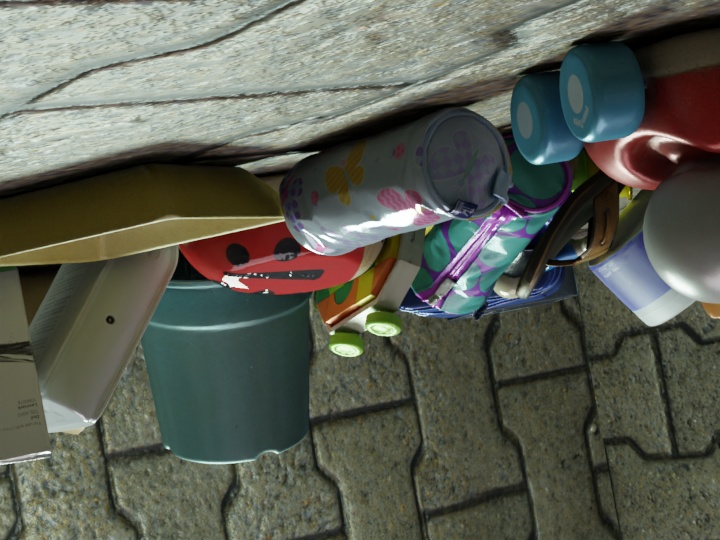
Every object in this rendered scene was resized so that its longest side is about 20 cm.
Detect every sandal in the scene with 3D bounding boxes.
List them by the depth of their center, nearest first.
[{"bbox_3d":[0.210,-0.047,1.648,0.200,0.055,0.082,-45,167,-18],"label":"sandal"}]

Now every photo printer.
[{"bbox_3d":[-0.239,0.042,1.657,0.069,0.200,0.166,32,158,-20],"label":"photo printer"}]

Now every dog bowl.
[{"bbox_3d":[0.299,-0.049,1.678,0.200,0.079,0.200,-47,-177,3],"label":"dog bowl"}]

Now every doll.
[{"bbox_3d":[0.156,-0.035,1.748,0.136,0.049,0.200,3,145,-6],"label":"doll"}]

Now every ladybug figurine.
[{"bbox_3d":[-0.065,-0.026,1.610,0.199,0.072,0.136,-3,150,-23],"label":"ladybug figurine"}]

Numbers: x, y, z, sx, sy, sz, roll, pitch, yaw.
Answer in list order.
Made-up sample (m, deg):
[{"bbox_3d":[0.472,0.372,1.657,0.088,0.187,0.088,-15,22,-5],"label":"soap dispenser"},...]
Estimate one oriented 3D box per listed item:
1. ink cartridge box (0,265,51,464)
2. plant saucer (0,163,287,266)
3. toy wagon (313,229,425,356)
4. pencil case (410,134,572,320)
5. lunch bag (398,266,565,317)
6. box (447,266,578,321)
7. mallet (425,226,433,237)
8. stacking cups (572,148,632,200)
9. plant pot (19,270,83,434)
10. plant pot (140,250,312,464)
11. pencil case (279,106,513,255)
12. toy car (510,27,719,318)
[{"bbox_3d":[-0.332,0.068,1.565,0.084,0.201,0.146,-9,176,-26],"label":"ink cartridge box"},{"bbox_3d":[-0.179,-0.044,1.440,0.199,0.049,0.200,-11,177,26],"label":"plant saucer"},{"bbox_3d":[0.000,0.000,1.726,0.039,0.156,0.200,21,152,-23],"label":"toy wagon"},{"bbox_3d":[0.110,-0.036,1.634,0.093,0.085,0.200,-58,180,-36],"label":"pencil case"},{"bbox_3d":[0.120,-0.027,1.897,0.199,0.136,0.132,-12,177,13],"label":"lunch bag"},{"bbox_3d":[0.254,0.013,3.281,0.199,0.118,0.197,-11,177,-9],"label":"box"},{"bbox_3d":[0.078,-0.049,1.730,0.066,0.041,0.200,14,151,-26],"label":"mallet"},{"bbox_3d":[0.154,-0.087,1.769,0.199,0.061,0.061,-5,177,4],"label":"stacking cups"},{"bbox_3d":[-0.404,0.083,2.076,0.199,0.187,0.186,5,171,-24],"label":"plant pot"},{"bbox_3d":[-0.131,0.073,1.839,0.200,0.197,0.200,-5,-164,1],"label":"plant pot"},{"bbox_3d":[0.025,-0.064,1.403,0.091,0.083,0.200,13,165,-35],"label":"pencil case"},{"bbox_3d":[0.219,-0.049,1.220,0.184,0.201,0.177,-9,177,-17],"label":"toy car"}]
